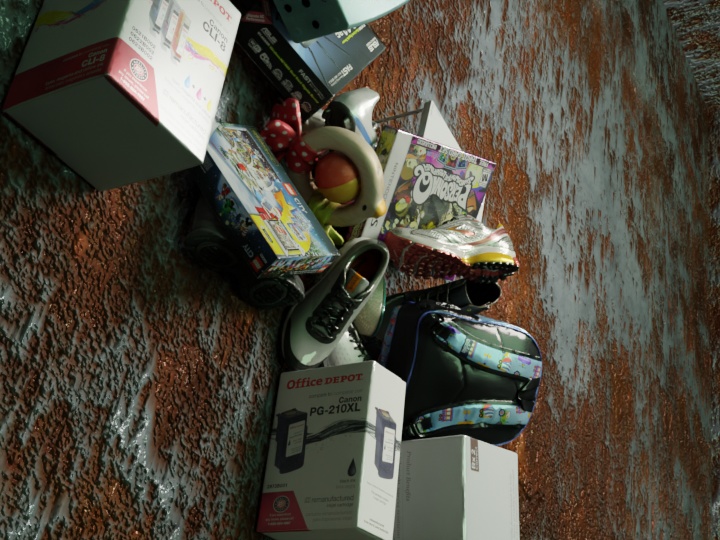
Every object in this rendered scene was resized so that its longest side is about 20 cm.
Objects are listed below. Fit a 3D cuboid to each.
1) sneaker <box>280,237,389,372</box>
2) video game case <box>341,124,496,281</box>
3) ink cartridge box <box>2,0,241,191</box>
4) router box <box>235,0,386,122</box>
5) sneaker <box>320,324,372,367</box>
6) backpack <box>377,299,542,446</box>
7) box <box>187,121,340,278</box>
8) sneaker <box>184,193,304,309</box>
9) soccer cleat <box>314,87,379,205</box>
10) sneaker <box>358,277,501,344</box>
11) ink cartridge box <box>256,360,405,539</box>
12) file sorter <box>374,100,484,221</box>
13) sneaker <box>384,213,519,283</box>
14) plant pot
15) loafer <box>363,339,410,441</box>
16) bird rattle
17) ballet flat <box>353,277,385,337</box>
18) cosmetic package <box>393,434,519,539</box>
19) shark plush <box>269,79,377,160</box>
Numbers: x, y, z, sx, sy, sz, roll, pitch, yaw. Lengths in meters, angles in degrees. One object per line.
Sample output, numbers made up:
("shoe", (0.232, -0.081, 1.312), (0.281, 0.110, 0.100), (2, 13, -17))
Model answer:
("sneaker", (-0.032, 0.038, 1.314), (0.074, 0.079, 0.201), (36, 76, -11))
("video game case", (0.083, -0.088, 1.440), (0.199, 0.036, 0.183), (13, 101, -41))
("ink cartridge box", (-0.231, -0.211, 1.045), (0.145, 0.144, 0.201), (43, 45, -45))
("router box", (-0.065, -0.304, 1.385), (0.150, 0.062, 0.200), (49, 37, -9))
("sneaker", (-0.015, 0.111, 1.378), (0.074, 0.079, 0.202), (-11, 89, -58))
("backpack", (0.134, 0.140, 1.401), (0.198, 0.134, 0.184), (10, 93, -22))
("box", (-0.121, -0.084, 1.206), (0.201, 0.038, 0.136), (56, 24, 16))
("sneaker", (-0.127, -0.024, 1.240), (0.200, 0.075, 0.091), (47, 35, -47))
("soccer cleat", (-0.011, -0.151, 1.385), (0.086, 0.070, 0.201), (-35, 150, -35))
("sneaker", (0.096, 0.050, 1.480), (0.199, 0.106, 0.075), (-17, 81, -23))
("ink cartridge box", (-0.032, 0.219, 1.248), (0.084, 0.144, 0.202), (40, 49, -47))
("file sorter", (0.087, -0.123, 1.574), (0.200, 0.124, 0.140), (53, 39, -38))
("sneaker", (0.120, -0.035, 1.429), (0.198, 0.078, 0.083), (7, 60, -28))
("plant pot", (-0.022, -0.374, 1.298), (0.200, 0.140, 0.142), (-52, 125, -42))
("loafer", (0.053, 0.179, 1.493), (0.201, 0.068, 0.070), (60, 5, -22))
("bird rattle", (-0.046, -0.123, 1.321), (0.113, 0.162, 0.202), (-34, 115, -60))
("ballet flat", (0.000, 0.000, 1.469), (0.062, 0.067, 0.201), (23, 54, -26))
("cosmetic package", (0.086, 0.314, 1.364), (0.165, 0.199, 0.166), (27, 59, -53))
("shark plush", (-0.066, -0.196, 1.433), (0.199, 0.091, 0.084), (27, 32, -37))
